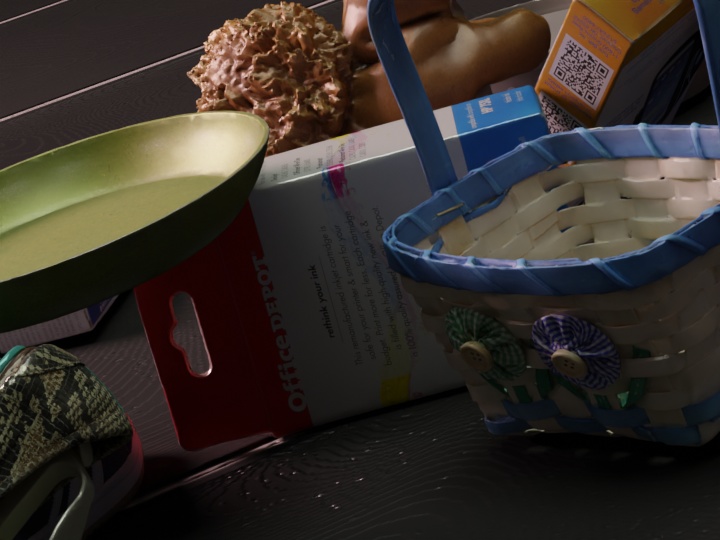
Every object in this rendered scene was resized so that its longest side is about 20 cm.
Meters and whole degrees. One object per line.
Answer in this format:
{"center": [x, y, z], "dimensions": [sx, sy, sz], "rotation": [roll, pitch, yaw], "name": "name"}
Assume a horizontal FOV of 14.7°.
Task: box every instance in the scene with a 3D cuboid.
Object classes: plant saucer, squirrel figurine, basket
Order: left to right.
{"center": [-0.129, -0.016, 1.208], "dimensions": [0.199, 0.031, 0.200], "rotation": [-17, 18, 6], "name": "plant saucer"}
{"center": [0.006, -0.112, 1.539], "dimensions": [0.199, 0.188, 0.142], "rotation": [-17, 15, -5], "name": "squirrel figurine"}
{"center": [0.095, -0.033, 1.132], "dimensions": [0.139, 0.201, 0.176], "rotation": [-28, 18, -39], "name": "basket"}

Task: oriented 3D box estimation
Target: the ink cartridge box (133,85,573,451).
{"center": [0.000, 0.000, 1.280], "dimensions": [0.199, 0.117, 0.067], "rotation": [-14, 16, 3], "name": "ink cartridge box"}

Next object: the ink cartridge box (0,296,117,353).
{"center": [-0.227, 0.010, 1.624], "dimensions": [0.199, 0.041, 0.200], "rotation": [-12, 16, 14], "name": "ink cartridge box"}

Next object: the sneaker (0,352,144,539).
{"center": [-0.155, 0.068, 1.210], "dimensions": [0.070, 0.109, 0.200], "rotation": [-10, 16, 19], "name": "sneaker"}

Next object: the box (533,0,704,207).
{"center": [0.120, -0.082, 1.350], "dimensions": [0.119, 0.041, 0.200], "rotation": [-40, -16, -38], "name": "box"}

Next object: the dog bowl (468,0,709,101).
{"center": [0.126, -0.126, 1.703], "dimensions": [0.199, 0.059, 0.200], "rotation": [-14, 13, 3], "name": "dog bowl"}

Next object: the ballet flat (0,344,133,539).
{"center": [-0.161, 0.119, 1.075], "dimensions": [0.200, 0.075, 0.068], "rotation": [-50, -13, -13], "name": "ballet flat"}
